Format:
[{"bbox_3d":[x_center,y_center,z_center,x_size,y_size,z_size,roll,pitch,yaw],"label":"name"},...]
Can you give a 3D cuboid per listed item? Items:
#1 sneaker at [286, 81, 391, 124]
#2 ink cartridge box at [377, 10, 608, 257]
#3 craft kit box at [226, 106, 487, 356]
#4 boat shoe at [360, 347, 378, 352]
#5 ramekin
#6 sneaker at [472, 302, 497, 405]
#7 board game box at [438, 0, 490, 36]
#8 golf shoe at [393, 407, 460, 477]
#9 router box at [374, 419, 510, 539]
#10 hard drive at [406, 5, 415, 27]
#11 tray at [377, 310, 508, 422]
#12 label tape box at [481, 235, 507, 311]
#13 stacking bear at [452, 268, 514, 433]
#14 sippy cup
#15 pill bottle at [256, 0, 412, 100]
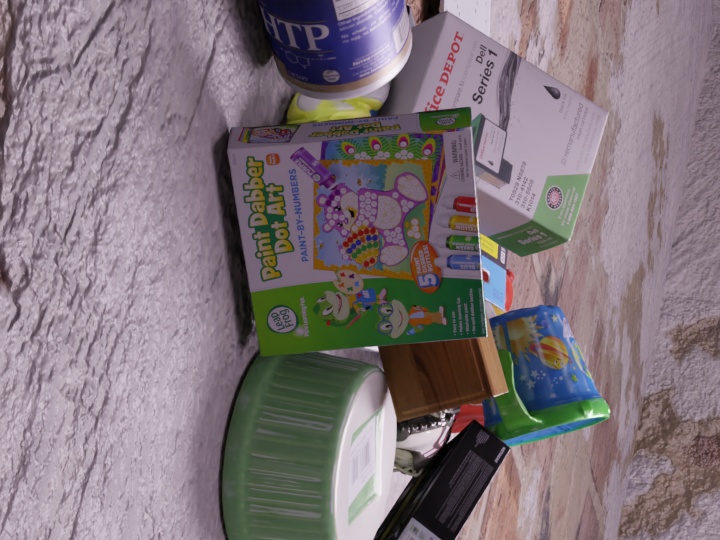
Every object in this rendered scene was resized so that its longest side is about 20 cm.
[{"bbox_3d":[-0.030,-0.118,1.447,0.200,0.075,0.105,-56,163,-49],"label":"sneaker"},{"bbox_3d":[0.114,-0.125,1.504,0.199,0.084,0.147,28,69,-23],"label":"ink cartridge box"},{"bbox_3d":[0.001,-0.030,1.335,0.049,0.196,0.201,-84,168,-59],"label":"craft kit box"},{"bbox_3d":[-0.023,0.032,1.500,0.200,0.071,0.070,26,74,-64],"label":"boat shoe"},{"bbox_3d":[-0.039,0.167,1.439,0.200,0.097,0.201,6,90,-72],"label":"ramekin"},{"bbox_3d":[0.144,0.088,1.854,0.092,0.076,0.201,26,34,-33],"label":"sneaker"},{"bbox_3d":[0.111,-0.264,1.870,0.200,0.026,0.201,-30,124,-67],"label":"board game box"},{"bbox_3d":[0.054,0.167,1.612,0.200,0.077,0.089,1,103,-73],"label":"golf shoe"},{"bbox_3d":[0.058,0.264,1.655,0.200,0.052,0.157,-53,-179,-35],"label":"router box"},{"bbox_3d":[0.040,-0.147,1.616,0.200,0.033,0.140,66,35,-55],"label":"hard drive"},{"bbox_3d":[0.054,0.024,1.434,0.037,0.098,0.201,-10,83,-61],"label":"tray"},{"bbox_3d":[0.098,-0.072,1.610,0.144,0.063,0.201,29,64,-60],"label":"label tape box"},{"bbox_3d":[0.143,0.082,1.960,0.114,0.121,0.201,68,24,-50],"label":"stacking bear"},{"bbox_3d":[0.180,0.109,1.707,0.178,0.139,0.131,121,-44,-74],"label":"sippy cup"},{"bbox_3d":[-0.031,-0.246,1.300,0.200,0.119,0.120,73,29,-48],"label":"pill bottle"}]
